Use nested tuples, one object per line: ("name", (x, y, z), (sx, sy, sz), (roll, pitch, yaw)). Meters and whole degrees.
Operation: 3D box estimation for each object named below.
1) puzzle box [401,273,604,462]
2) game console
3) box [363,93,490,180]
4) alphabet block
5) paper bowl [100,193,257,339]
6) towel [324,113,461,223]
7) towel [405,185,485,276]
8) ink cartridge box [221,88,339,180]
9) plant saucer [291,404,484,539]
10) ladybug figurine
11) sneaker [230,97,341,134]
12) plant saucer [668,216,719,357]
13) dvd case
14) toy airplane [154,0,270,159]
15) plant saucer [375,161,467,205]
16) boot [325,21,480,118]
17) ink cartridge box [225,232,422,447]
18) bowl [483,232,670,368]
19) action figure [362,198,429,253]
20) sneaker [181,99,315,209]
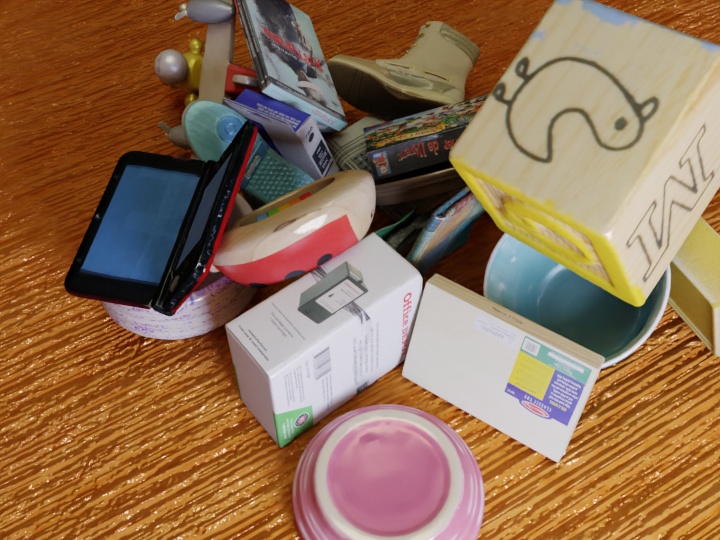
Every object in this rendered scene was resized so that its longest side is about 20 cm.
("puzzle box", (0.145, 0.103, 0.944), (0.199, 0.134, 0.025), (28, 36, 20))
("game console", (-0.211, -0.067, 0.948), (0.118, 0.172, 0.202), (25, 57, -18))
("box", (0.104, -0.174, 1.122), (0.198, 0.038, 0.137), (-15, 20, 3))
("alphabet block", (0.238, -0.116, 0.881), (0.195, 0.196, 0.201), (32, 86, 34))
("paper bowl", (-0.214, -0.007, 1.049), (0.198, 0.105, 0.202), (0, 52, 1))
("towel", (0.076, -0.160, 1.213), (0.199, 0.035, 0.193), (-30, 57, -22))
("towel", (0.105, -0.048, 1.025), (0.146, 0.200, 0.022), (-39, 79, -27))
("ink cartridge box", (-0.095, -0.169, 1.118), (0.099, 0.200, 0.040), (25, 79, 17))
("plant saucer", (0.028, 0.219, 0.904), (0.198, 0.051, 0.202), (-1, 52, 1))
("ladybug figurine", (-0.069, -0.039, 0.948), (0.198, 0.073, 0.136), (-25, 15, 1))
("sneaker", (-0.094, -0.224, 1.254), (0.115, 0.076, 0.199), (-1, 22, -41))
("plant saucer", (0.369, 0.006, 0.995), (0.048, 0.200, 0.201), (-34, 56, 3))
("dvd case", (-0.094, -0.283, 1.152), (0.022, 0.145, 0.202), (-34, 57, 28))
("toy airplane", (-0.204, -0.258, 1.186), (0.140, 0.199, 0.202), (3, 56, -41))
("plant saucer", (0.090, -0.115, 1.082), (0.198, 0.030, 0.200), (-14, 10, 3))
("boot", (0.061, -0.288, 1.246), (0.198, 0.072, 0.156), (19, 57, 4))
("ink cartridge box", (-0.034, 0.074, 0.958), (0.199, 0.147, 0.084), (-32, 57, -24))
("bowl", (0.247, 0.030, 0.992), (0.199, 0.105, 0.203), (-10, 64, 22))
("action figure", (0.000, 0.000, 1.057), (0.199, 0.118, 0.055), (-35, 71, -15))
("sneaker", (-0.148, -0.132, 1.116), (0.200, 0.130, 0.080), (41, 82, -18))
